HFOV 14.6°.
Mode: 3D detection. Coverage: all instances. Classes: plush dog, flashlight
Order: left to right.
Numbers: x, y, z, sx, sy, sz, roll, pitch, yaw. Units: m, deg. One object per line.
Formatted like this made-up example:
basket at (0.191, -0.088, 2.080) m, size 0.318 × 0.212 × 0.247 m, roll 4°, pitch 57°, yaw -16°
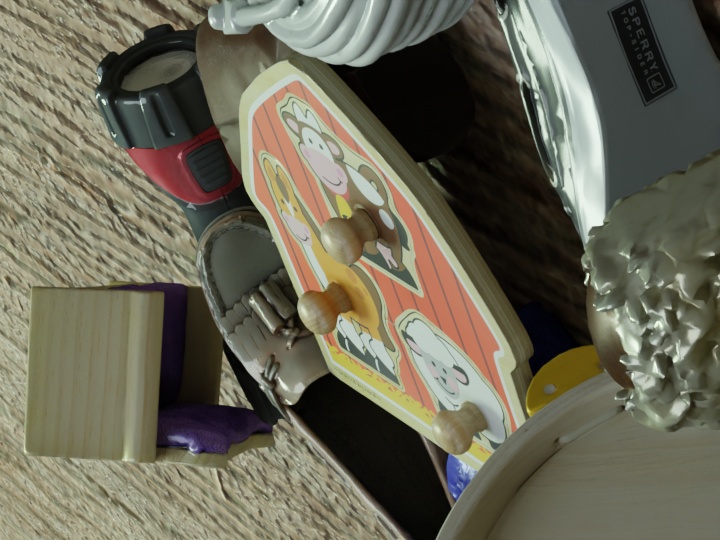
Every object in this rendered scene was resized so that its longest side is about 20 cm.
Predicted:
flashlight at (-0.065, -0.020, 1.354) m, size 0.068 × 0.068 × 0.201 m, roll 1°, pitch 129°, yaw 29°
plush dog at (0.184, 0.020, 0.781) m, size 0.172 × 0.161 × 0.200 m, roll 48°, pitch 166°, yaw -27°

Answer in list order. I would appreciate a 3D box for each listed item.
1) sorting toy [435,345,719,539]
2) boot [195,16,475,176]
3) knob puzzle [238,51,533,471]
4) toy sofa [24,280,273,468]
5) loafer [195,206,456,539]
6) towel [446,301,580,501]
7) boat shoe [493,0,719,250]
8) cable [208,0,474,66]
sorting toy at (0.142, 0.110, 0.970) m, size 0.180 × 0.199 × 0.107 m, roll 60°, pitch -149°, yaw -50°
boot at (-0.039, -0.116, 1.178) m, size 0.187 × 0.064 × 0.200 m, roll 64°, pitch 163°, yaw -6°
knob puzzle at (0.000, 0.000, 1.137) m, size 0.220 × 0.030 × 0.220 m, roll 48°, pitch 160°, yaw 24°
toy sofa at (-0.099, 0.048, 1.394) m, size 0.200 × 0.097 × 0.083 m, roll -2°, pitch -85°, yaw -83°
loafer at (-0.004, 0.055, 1.285) m, size 0.200 × 0.072 × 0.063 m, roll 52°, pitch -173°, yaw -2°
towel at (0.110, 0.125, 1.169) m, size 0.200 × 0.049 × 0.148 m, roll 49°, pitch 158°, yaw 24°
boat shoe at (0.084, -0.058, 0.962) m, size 0.201 × 0.070 × 0.066 m, roll 67°, pitch 165°, yaw -18°
cable at (-0.008, -0.169, 0.948) m, size 0.200 × 0.069 × 0.201 m, roll -145°, pitch 48°, yaw -64°
